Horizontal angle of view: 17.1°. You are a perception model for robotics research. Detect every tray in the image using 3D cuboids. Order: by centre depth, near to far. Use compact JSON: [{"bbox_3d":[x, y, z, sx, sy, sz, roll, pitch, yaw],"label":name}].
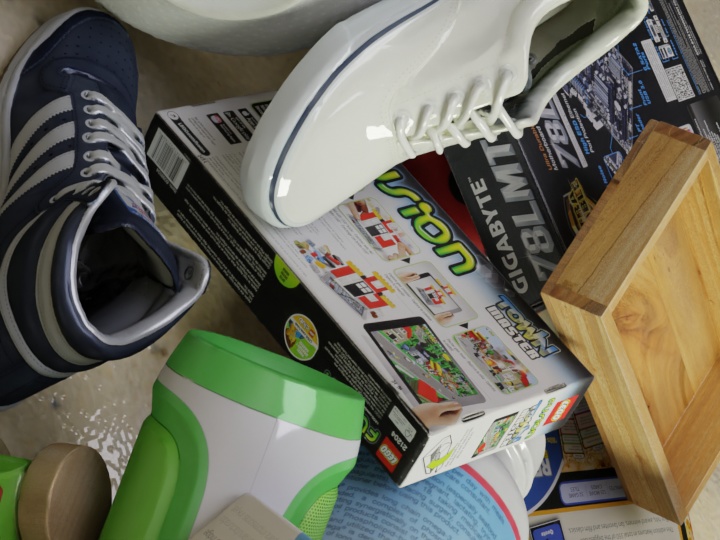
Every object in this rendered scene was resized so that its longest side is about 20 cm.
[{"bbox_3d":[0.142,0.028,1.115,0.099,0.037,0.200,-56,148,-19],"label":"tray"}]

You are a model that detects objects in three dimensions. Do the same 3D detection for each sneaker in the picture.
[{"bbox_3d":[-0.106,-0.036,0.976,0.070,0.108,0.201,38,51,-32],"label":"sneaker"},{"bbox_3d":[0.038,-0.082,1.018,0.200,0.071,0.073,-40,142,-14],"label":"sneaker"}]

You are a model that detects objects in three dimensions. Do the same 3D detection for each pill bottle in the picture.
[{"bbox_3d":[0.008,0.131,1.036,0.109,0.108,0.200,52,45,-20],"label":"pill bottle"}]

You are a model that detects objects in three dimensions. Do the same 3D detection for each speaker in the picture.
[{"bbox_3d":[-0.067,0.128,0.910,0.088,0.088,0.201,19,93,-41],"label":"speaker"}]

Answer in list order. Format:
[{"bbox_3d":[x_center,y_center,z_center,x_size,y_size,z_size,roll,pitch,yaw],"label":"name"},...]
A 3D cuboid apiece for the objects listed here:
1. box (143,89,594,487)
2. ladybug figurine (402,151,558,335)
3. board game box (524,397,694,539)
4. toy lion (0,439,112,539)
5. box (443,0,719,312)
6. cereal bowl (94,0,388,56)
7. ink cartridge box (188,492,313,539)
[{"bbox_3d":[0.000,0.000,1.052,0.110,0.035,0.200,-14,54,-44],"label":"box"},{"bbox_3d":[0.055,-0.038,1.177,0.200,0.072,0.136,54,44,-18],"label":"ladybug figurine"},{"bbox_3d":[0.109,0.154,1.182,0.151,0.046,0.201,1,75,-47],"label":"board game box"},{"bbox_3d":[-0.178,0.135,0.845,0.200,0.068,0.193,35,64,-61],"label":"toy lion"},{"bbox_3d":[0.102,-0.095,1.160,0.198,0.050,0.201,-22,87,-51],"label":"box"},{"bbox_3d":[-0.052,-0.167,1.007,0.200,0.200,0.084,40,34,-30],"label":"cereal bowl"},{"bbox_3d":[-0.060,0.198,0.809,0.200,0.128,0.125,-39,111,-12],"label":"ink cartridge box"}]
